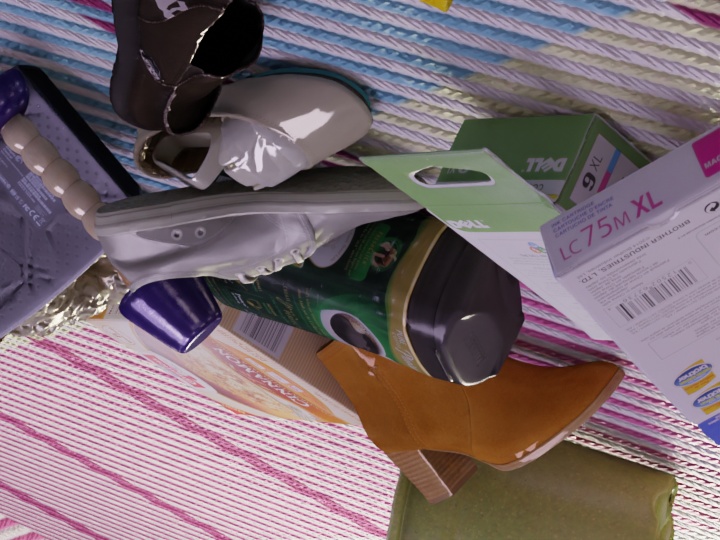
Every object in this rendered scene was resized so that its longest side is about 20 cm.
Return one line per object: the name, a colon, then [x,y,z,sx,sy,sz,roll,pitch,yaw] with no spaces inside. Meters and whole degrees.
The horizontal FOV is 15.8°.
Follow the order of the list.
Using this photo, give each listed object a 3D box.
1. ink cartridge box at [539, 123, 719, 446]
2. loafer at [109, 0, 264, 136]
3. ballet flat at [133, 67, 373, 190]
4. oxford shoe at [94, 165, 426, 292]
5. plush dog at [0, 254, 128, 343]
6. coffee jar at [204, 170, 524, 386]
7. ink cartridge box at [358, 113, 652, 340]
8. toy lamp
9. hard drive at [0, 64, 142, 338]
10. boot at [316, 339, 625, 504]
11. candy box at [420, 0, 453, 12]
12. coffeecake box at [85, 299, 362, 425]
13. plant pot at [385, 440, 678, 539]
ink cartridge box: [0.186,0.010,1.298,0.119,0.042,0.200,-29,137,15]
loafer: [-0.089,-0.117,1.369,0.071,0.073,0.200,25,164,7]
ballet flat: [-0.068,-0.075,1.486,0.069,0.070,0.199,36,161,-32]
oxford shoe: [-0.056,-0.024,1.513,0.198,0.058,0.075,-9,-170,7]
plush dog: [-0.243,-0.040,1.766,0.199,0.161,0.173,16,136,25]
coffee jar: [0.000,0.000,1.581,0.199,0.086,0.104,19,159,25]
ink cartridge box: [0.107,-0.034,1.359,0.200,0.060,0.104,36,160,-33]
toy lamp: [-0.162,-0.032,1.580,0.200,0.058,0.058,46,166,9]
hard drive: [-0.240,-0.036,1.678,0.200,0.042,0.135,-37,98,28]
boot: [0.065,0.064,1.712,0.201,0.071,0.144,-32,97,40]
candy box: [-0.044,-0.185,1.180,0.199,0.027,0.102,24,161,7]
coffeecake box: [-0.081,0.043,1.861,0.153,0.073,0.200,33,163,-28]
plant pot: [0.127,0.194,1.858,0.183,0.202,0.201,9,160,13]
